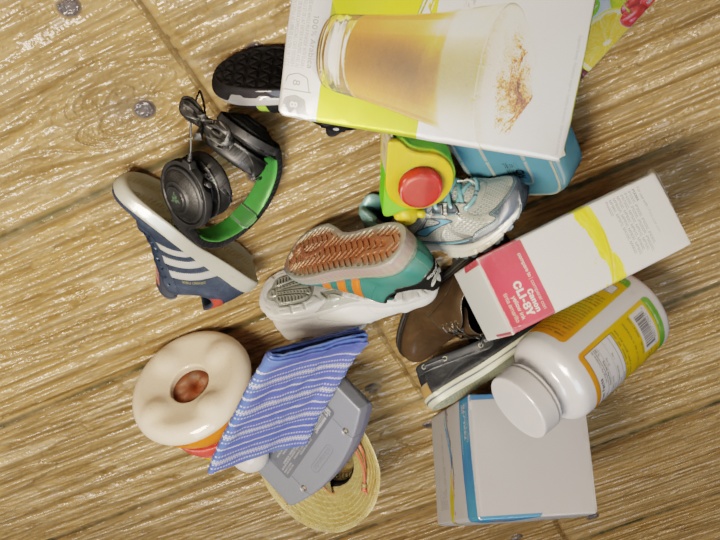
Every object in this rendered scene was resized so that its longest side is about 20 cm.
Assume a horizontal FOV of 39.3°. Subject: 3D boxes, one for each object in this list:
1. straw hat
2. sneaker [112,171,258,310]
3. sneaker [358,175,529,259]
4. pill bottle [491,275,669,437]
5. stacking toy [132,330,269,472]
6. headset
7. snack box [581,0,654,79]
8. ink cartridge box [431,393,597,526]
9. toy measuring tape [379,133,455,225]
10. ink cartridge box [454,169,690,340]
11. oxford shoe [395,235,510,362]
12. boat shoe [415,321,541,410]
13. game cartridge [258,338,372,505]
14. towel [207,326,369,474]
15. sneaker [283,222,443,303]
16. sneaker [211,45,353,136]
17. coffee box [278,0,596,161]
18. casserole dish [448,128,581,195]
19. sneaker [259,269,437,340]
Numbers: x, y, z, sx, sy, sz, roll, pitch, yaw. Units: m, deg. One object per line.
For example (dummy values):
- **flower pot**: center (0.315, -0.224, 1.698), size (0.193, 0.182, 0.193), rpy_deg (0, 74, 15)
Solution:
- **straw hat**: center (-0.035, 0.233, 1.302), size (0.085, 0.201, 0.201), rpy_deg (-28, 158, -52)
- **sneaker**: center (-0.194, -0.019, 1.033), size (0.084, 0.075, 0.200), rpy_deg (-33, 131, 16)
- **sneaker**: center (0.075, -0.060, 1.008), size (0.199, 0.078, 0.086), rpy_deg (-17, 128, 43)
- **pill bottle**: center (0.246, 0.096, 1.144), size (0.200, 0.111, 0.111), rpy_deg (-36, 140, -22)
- **stacking toy**: center (-0.165, 0.180, 1.191), size (0.145, 0.147, 0.200), rpy_deg (-18, 138, 8)
- **headset**: center (-0.123, -0.090, 0.932), size (0.124, 0.094, 0.200), rpy_deg (-46, 153, -14)
- **snack box**: center (0.162, -0.234, 0.901), size (0.142, 0.053, 0.200), rpy_deg (22, 127, -27)
- **ink cartridge box**: center (0.183, 0.239, 1.257), size (0.146, 0.147, 0.200), rpy_deg (-1, 164, -10)
- **toy measuring tape**: center (0.055, -0.122, 0.918), size (0.073, 0.074, 0.201), rpy_deg (-4, 133, -6)
- **ink cartridge box**: center (0.209, -0.011, 1.019), size (0.199, 0.084, 0.145), rpy_deg (-26, 175, -5)
- **oxford shoe**: center (0.105, 0.050, 1.153), size (0.072, 0.085, 0.200), rpy_deg (16, 131, -27)
- **boat shoe**: center (0.155, 0.094, 1.218), size (0.199, 0.062, 0.075), rpy_deg (-30, 158, -1)
- **game cartridge**: center (-0.068, 0.193, 1.236), size (0.040, 0.133, 0.200), rpy_deg (-22, 152, -50)
- **towel**: center (-0.079, 0.146, 1.115), size (0.144, 0.024, 0.201), rpy_deg (-11, 140, -42)
- **sneaker**: center (0.000, 0.000, 1.033), size (0.080, 0.072, 0.199), rpy_deg (40, 156, -32)
- **sneaker**: center (-0.037, -0.154, 0.932), size (0.198, 0.072, 0.083), rpy_deg (-1, 136, -9)
- **coffee box**: center (0.061, -0.206, 0.729), size (0.196, 0.200, 0.201), rpy_deg (10, 105, 1)
- **casserole dish**: center (0.141, -0.120, 0.964), size (0.120, 0.039, 0.200), rpy_deg (3, 160, 25)
- **sneaker**: center (-0.008, 0.034, 1.134), size (0.198, 0.078, 0.100), rpy_deg (-7, 144, 7)
